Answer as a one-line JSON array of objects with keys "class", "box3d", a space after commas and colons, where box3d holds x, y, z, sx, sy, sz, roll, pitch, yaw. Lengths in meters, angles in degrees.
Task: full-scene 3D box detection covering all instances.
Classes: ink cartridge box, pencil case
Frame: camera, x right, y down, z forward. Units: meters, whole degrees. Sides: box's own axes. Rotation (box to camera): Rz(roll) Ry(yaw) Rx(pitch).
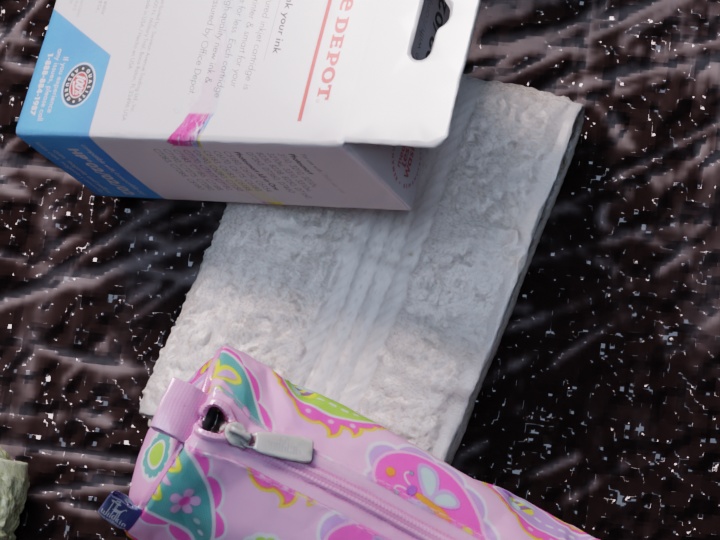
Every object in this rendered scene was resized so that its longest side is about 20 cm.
[{"class": "ink cartridge box", "box3d": [-0.030, -0.090, 0.889, 0.199, 0.068, 0.116, 4, 70, 29]}, {"class": "pencil case", "box3d": [0.006, 0.103, 0.831, 0.200, 0.087, 0.088, 28, 80, -4]}]

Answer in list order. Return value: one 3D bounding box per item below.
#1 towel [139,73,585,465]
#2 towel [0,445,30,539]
[{"class": "towel", "box3d": [0.000, 0.000, 0.913, 0.132, 0.034, 0.201, 19, 79, 13]}, {"class": "towel", "box3d": [-0.243, 0.134, 0.913, 0.199, 0.036, 0.149, 5, 77, 10]}]
